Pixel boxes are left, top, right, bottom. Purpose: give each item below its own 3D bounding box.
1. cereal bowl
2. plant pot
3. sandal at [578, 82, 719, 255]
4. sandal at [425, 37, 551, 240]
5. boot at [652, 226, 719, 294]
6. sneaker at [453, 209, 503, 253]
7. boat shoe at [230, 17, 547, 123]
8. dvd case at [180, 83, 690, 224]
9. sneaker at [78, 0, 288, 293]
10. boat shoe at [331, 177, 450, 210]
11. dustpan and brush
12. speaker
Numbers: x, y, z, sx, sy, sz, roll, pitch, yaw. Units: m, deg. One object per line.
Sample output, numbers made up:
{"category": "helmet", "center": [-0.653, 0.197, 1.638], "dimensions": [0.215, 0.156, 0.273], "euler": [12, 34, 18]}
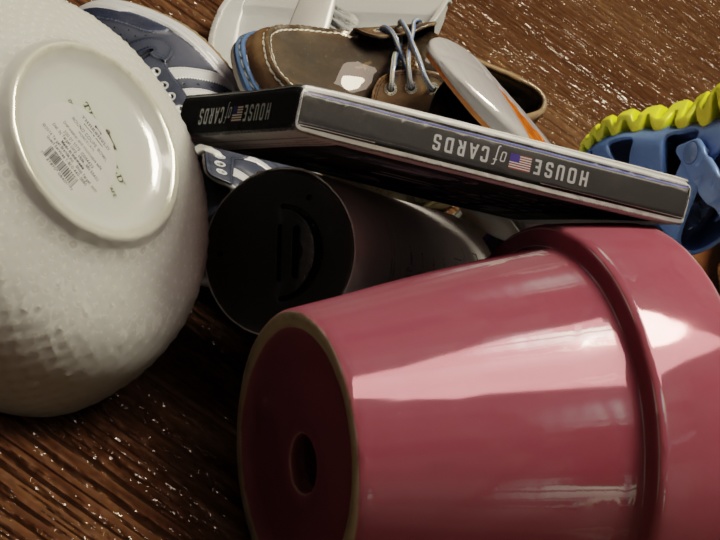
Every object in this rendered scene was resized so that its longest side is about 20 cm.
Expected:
{"category": "cereal bowl", "center": [-0.141, -0.042, 1.091], "dimensions": [0.199, 0.083, 0.201], "euler": [26, 51, -37]}
{"category": "plant pot", "center": [0.050, 0.079, 1.101], "dimensions": [0.178, 0.201, 0.200], "euler": [-1, 41, -27]}
{"category": "sandal", "center": [0.185, -0.049, 1.392], "dimensions": [0.079, 0.200, 0.088], "euler": [16, 71, -25]}
{"category": "sandal", "center": [0.085, -0.038, 1.304], "dimensions": [0.207, 0.059, 0.079], "euler": [45, 11, -38]}
{"category": "boot", "center": [0.252, 0.022, 1.454], "dimensions": [0.200, 0.155, 0.074], "euler": [41, 26, 12]}
{"category": "sneaker", "center": [0.110, 0.014, 1.402], "dimensions": [0.147, 0.081, 0.200], "euler": [46, 22, 0]}
{"category": "boat shoe", "center": [0.019, -0.105, 1.335], "dimensions": [0.199, 0.072, 0.073], "euler": [9, 57, -43]}
{"category": "dvd case", "center": [0.032, -0.052, 1.145], "dimensions": [0.199, 0.025, 0.150], "euler": [13, -4, -24]}
{"category": "sneaker", "center": [-0.098, -0.064, 1.280], "dimensions": [0.200, 0.070, 0.108], "euler": [43, 25, 9]}
{"category": "boat shoe", "center": [0.040, -0.077, 1.468], "dimensions": [0.071, 0.065, 0.200], "euler": [36, 26, 1]}
{"category": "dustpan and brush", "center": [-0.038, -0.103, 1.405], "dimensions": [0.139, 0.057, 0.201], "euler": [5, 56, 20]}
{"category": "speaker", "center": [0.000, 0.000, 1.221], "dimensions": [0.081, 0.081, 0.200], "euler": [45, 13, 20]}
